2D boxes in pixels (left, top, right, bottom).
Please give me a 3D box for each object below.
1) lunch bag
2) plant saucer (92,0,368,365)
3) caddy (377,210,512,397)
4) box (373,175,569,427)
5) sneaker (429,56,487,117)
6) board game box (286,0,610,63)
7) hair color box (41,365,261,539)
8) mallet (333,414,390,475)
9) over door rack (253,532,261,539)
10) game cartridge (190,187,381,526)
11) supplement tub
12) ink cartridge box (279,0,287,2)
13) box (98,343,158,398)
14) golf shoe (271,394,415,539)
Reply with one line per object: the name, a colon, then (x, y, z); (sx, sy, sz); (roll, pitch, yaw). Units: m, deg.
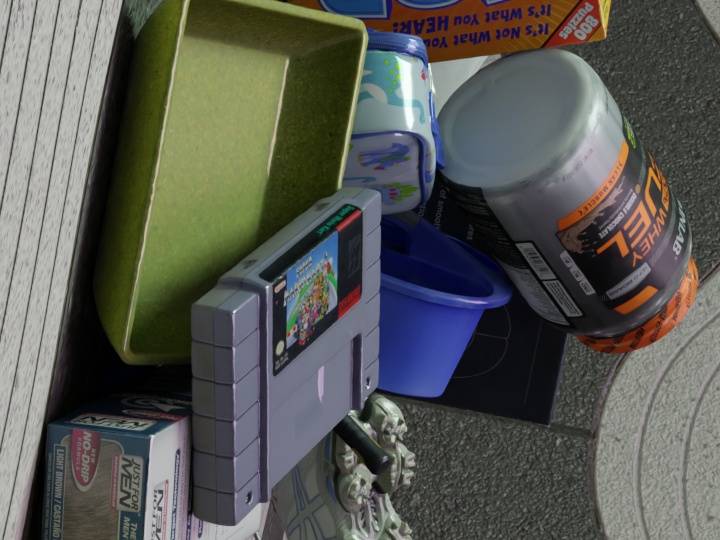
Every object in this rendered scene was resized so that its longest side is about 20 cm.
lunch bag: (-0.030, -0.086, 1.657); (0.200, 0.160, 0.083); (78, 9, -77)
plant saucer: (-0.078, -0.051, 1.479); (0.200, 0.048, 0.200); (4, 97, -61)
caddy: (0.000, 0.000, 1.796); (0.141, 0.200, 0.105); (-61, 171, -73)
box: (0.061, -0.015, 1.938); (0.124, 0.196, 0.200); (-71, 173, -70)
sneaker: (0.020, -0.133, 1.862); (0.200, 0.112, 0.073); (-47, 112, -43)
board game box: (0.054, -0.269, 1.774); (0.200, 0.199, 0.200); (-75, 155, -57)
hair color box: (-0.108, 0.113, 1.463); (0.200, 0.060, 0.100); (-28, 123, -73)
mallet: (-0.054, 0.048, 1.679); (0.041, 0.200, 0.066); (-41, 155, -14)
over door rack: (-0.085, 0.123, 1.806); (0.148, 0.066, 0.200); (16, 63, -87)
game cartridge: (-0.036, 0.041, 1.483); (0.200, 0.038, 0.130); (-41, 141, -59)
supplement tub: (0.139, -0.041, 1.772); (0.200, 0.122, 0.123); (51, 40, -42)
ink cartridge box: (-0.049, -0.151, 1.935); (0.137, 0.076, 0.200); (-74, 176, -59)
box: (-0.145, 0.138, 1.562); (0.121, 0.032, 0.200); (94, 8, -67)
golf shoe: (-0.017, 0.165, 1.763); (0.078, 0.097, 0.200); (-16, 117, -41)
